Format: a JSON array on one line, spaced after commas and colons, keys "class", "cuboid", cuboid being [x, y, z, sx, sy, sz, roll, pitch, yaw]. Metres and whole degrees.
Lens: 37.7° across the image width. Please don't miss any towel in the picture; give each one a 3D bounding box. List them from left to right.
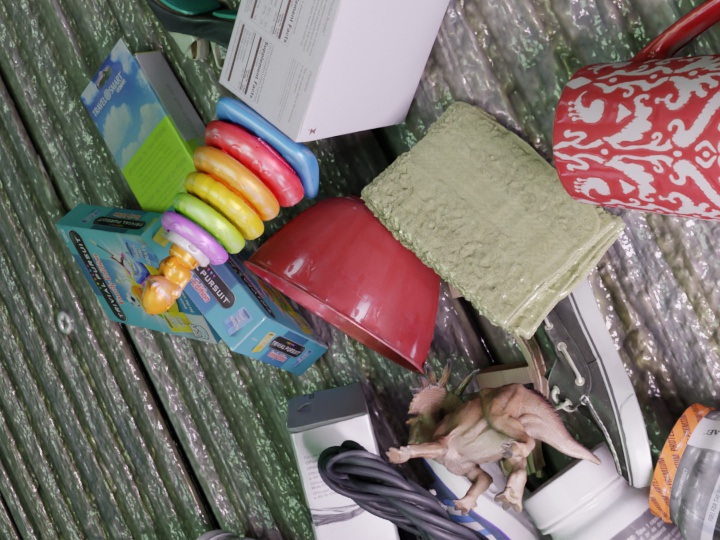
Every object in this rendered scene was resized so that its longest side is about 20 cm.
[{"class": "towel", "cuboid": [0.110, -0.047, 0.907, 0.200, 0.148, 0.037, 42, 165, 22]}]

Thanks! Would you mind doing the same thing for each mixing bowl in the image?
[{"class": "mixing bowl", "cuboid": [0.000, 0.000, 0.992, 0.199, 0.200, 0.109, 28, 83, 31]}]

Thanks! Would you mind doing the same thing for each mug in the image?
[{"class": "mug", "cuboid": [0.262, -0.112, 0.778, 0.198, 0.178, 0.134, 7, 145, 43]}]

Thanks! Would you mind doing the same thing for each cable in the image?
[{"class": "cable", "cuboid": [0.045, 0.212, 0.907, 0.051, 0.200, 0.163, -53, 35, -7]}]

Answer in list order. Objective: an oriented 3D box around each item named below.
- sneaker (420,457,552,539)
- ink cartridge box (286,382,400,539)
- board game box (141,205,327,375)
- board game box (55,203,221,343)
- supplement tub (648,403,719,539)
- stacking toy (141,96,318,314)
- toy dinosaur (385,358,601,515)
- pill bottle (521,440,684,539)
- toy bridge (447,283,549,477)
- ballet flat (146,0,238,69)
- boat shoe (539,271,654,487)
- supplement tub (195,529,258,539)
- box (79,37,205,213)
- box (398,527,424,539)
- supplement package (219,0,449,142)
[{"class": "sneaker", "cuboid": [0.103, 0.257, 1.033, 0.200, 0.080, 0.147, 41, 122, 17]}, {"class": "ink cartridge box", "cuboid": [-0.012, 0.232, 1.075, 0.083, 0.145, 0.203, -13, 97, -2]}, {"class": "board game box", "cuboid": [-0.122, 0.025, 1.078, 0.047, 0.200, 0.151, -43, 71, 3]}, {"class": "board game box", "cuboid": [-0.253, 0.002, 1.244, 0.198, 0.047, 0.152, 8, 132, 39]}, {"class": "supplement tub", "cuboid": [0.328, 0.183, 0.790, 0.199, 0.122, 0.124, 23, 117, 33]}, {"class": "stacking toy", "cuboid": [-0.134, -0.045, 0.951, 0.109, 0.201, 0.116, 33, 169, 10]}, {"class": "toy dinosaur", "cuboid": [0.107, 0.132, 0.916, 0.198, 0.136, 0.086, -12, 121, 27]}, {"class": "pill bottle", "cuboid": [0.234, 0.255, 0.900, 0.201, 0.113, 0.113, 55, 130, 13]}, {"class": "toy bridge", "cuboid": [0.141, 0.098, 0.987, 0.067, 0.027, 0.202, -14, 94, 41]}, {"class": "ballet flat", "cuboid": [-0.156, -0.249, 1.107, 0.198, 0.073, 0.074, 23, 118, 31]}, {"class": "boat shoe", "cuboid": [0.187, 0.090, 0.880, 0.063, 0.071, 0.202, -20, 61, 6]}, {"class": "supplement tub", "cuboid": [-0.116, 0.398, 1.225, 0.198, 0.140, 0.142, 18, 115, 35]}, {"class": "box", "cuboid": [-0.238, -0.154, 1.218, 0.122, 0.047, 0.201, -39, 79, 41]}, {"class": "box", "cuboid": [0.077, 0.331, 1.023, 0.200, 0.036, 0.145, -129, 27, -74]}, {"class": "supplement package", "cuboid": [-0.012, -0.235, 0.927, 0.111, 0.155, 0.202, 40, 125, 26]}]
